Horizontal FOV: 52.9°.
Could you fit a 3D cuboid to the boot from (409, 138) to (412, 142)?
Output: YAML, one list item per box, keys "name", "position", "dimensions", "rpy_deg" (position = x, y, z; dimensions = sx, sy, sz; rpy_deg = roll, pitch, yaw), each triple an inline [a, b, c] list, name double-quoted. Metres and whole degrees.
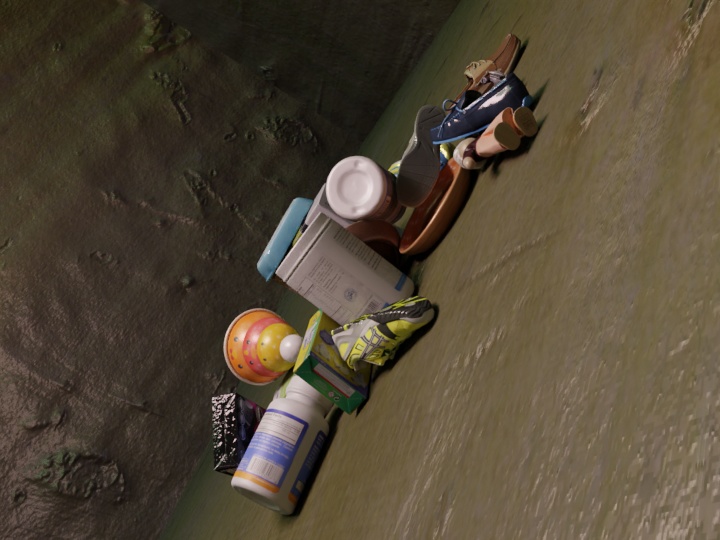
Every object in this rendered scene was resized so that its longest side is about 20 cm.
- name: "boot"
  position: [0.125, -0.226, 1.603]
  dimensions: [0.108, 0.074, 0.200]
  rpy_deg: [-62, 9, 20]

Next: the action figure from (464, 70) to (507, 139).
- name: "action figure"
  position: [0.214, -0.283, 1.288]
  dimensions: [0.131, 0.069, 0.200]
  rpy_deg: [-56, 11, -7]

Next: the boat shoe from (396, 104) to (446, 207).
- name: "boat shoe"
  position: [0.112, -0.204, 1.333]
  dimensions: [0.065, 0.074, 0.204]
  rpy_deg: [93, -171, -73]

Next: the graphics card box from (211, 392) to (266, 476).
- name: "graphics card box"
  position: [-0.197, 0.301, 1.277]
  dimensions: [0.200, 0.050, 0.127]
  rpy_deg: [54, -153, -61]

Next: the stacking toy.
- name: "stacking toy"
  position: [-0.155, 0.138, 1.331]
  dimensions: [0.199, 0.146, 0.147]
  rpy_deg: [-13, 46, 59]

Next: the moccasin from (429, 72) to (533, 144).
- name: "moccasin"
  position: [0.190, -0.265, 1.178]
  dimensions: [0.199, 0.069, 0.080]
  rpy_deg: [-17, 15, 43]

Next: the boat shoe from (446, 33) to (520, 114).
- name: "boat shoe"
  position: [0.240, -0.375, 1.416]
  dimensions: [0.201, 0.073, 0.076]
  rpy_deg: [-59, 9, 4]

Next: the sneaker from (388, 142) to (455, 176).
- name: "sneaker"
  position: [0.107, -0.178, 1.447]
  dimensions: [0.199, 0.075, 0.106]
  rpy_deg: [-34, 30, 41]

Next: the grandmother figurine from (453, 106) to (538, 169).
- name: "grandmother figurine"
  position: [0.198, -0.197, 1.108]
  dimensions: [0.121, 0.061, 0.200]
  rpy_deg: [-29, 4, -15]

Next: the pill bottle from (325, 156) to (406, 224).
- name: "pill bottle"
  position: [0.019, -0.141, 1.355]
  dimensions: [0.114, 0.113, 0.200]
  rpy_deg: [-58, -16, 7]

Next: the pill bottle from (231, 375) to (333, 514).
- name: "pill bottle"
  position: [-0.118, 0.280, 1.178]
  dimensions: [0.201, 0.111, 0.112]
  rpy_deg: [-64, 10, -27]

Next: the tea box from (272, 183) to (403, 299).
- name: "tea box"
  position: [-0.044, -0.033, 1.492]
  dimensions: [0.198, 0.199, 0.134]
  rpy_deg: [-57, 9, 25]

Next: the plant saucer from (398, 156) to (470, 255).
- name: "plant saucer"
  position: [0.135, -0.109, 1.267]
  dimensions: [0.201, 0.037, 0.200]
  rpy_deg: [-57, 9, 14]

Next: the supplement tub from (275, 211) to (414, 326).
- name: "supplement tub"
  position: [-0.024, 0.014, 1.184]
  dimensions: [0.132, 0.199, 0.132]
  rpy_deg: [-52, 4, 5]

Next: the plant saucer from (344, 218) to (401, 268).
- name: "plant saucer"
  position: [0.000, 0.000, 1.315]
  dimensions: [0.034, 0.199, 0.201]
  rpy_deg: [46, 110, 40]

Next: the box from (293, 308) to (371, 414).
- name: "box"
  position: [-0.037, 0.133, 1.176]
  dimensions: [0.048, 0.117, 0.200]
  rpy_deg: [-47, 12, 19]

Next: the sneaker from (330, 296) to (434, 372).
- name: "sneaker"
  position: [0.041, 0.094, 1.066]
  dimensions: [0.075, 0.077, 0.199]
  rpy_deg: [-22, -2, -42]

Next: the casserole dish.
- name: "casserole dish"
  position: [-0.158, -0.070, 1.483]
  dimensions: [0.201, 0.039, 0.121]
  rpy_deg: [-64, 9, -25]

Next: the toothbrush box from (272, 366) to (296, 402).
- name: "toothbrush box"
  position: [-0.085, 0.195, 1.349]
  dimensions: [0.201, 0.086, 0.146]
  rpy_deg: [-58, 8, 9]
